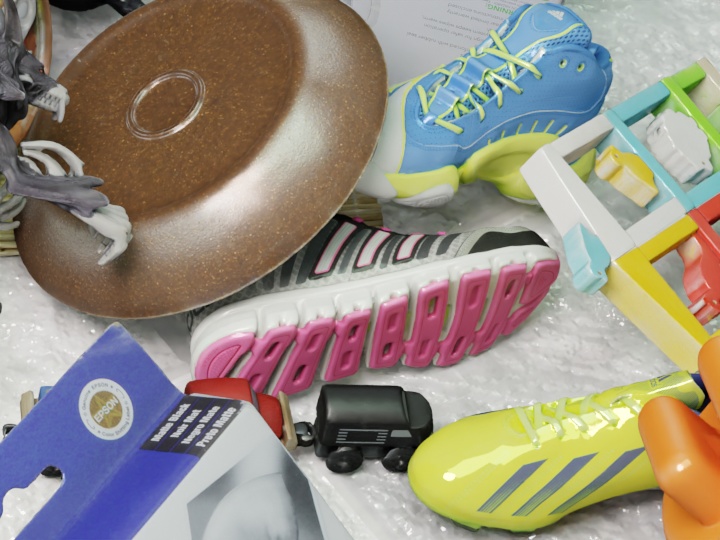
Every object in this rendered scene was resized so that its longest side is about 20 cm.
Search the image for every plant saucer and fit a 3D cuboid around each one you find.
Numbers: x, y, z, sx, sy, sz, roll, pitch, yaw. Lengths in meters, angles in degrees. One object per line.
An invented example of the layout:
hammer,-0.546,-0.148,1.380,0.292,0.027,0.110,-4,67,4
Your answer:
plant saucer,-0.085,-0.069,1.181,0.200,0.037,0.201,-16,49,19

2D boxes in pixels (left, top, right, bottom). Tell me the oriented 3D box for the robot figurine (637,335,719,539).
robot figurine,0.214,0.111,1.097,0.200,0.117,0.144,37,69,-20

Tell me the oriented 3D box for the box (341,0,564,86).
box,0.016,-0.187,1.301,0.200,0.177,0.097,15,43,1

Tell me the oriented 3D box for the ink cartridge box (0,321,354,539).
ink cartridge box,-0.081,0.148,1.006,0.200,0.041,0.200,52,49,-15

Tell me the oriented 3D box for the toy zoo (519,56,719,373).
toy zoo,0.160,-0.026,1.245,0.131,0.020,0.200,51,41,7

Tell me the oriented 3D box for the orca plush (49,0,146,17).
orca plush,-0.121,-0.160,1.263,0.071,0.200,0.105,47,71,-3

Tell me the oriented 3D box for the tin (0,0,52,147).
tin,-0.211,-0.072,1.181,0.042,0.112,0.200,15,53,21

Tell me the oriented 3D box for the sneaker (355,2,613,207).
sneaker,0.052,-0.090,1.234,0.076,0.105,0.200,37,23,34

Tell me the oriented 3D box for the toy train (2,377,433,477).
toy train,-0.063,0.071,1.144,0.200,0.046,0.034,0,49,-13

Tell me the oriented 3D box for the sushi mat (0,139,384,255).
sushi mat,-0.091,-0.049,1.264,0.200,0.012,0.096,-3,51,-15

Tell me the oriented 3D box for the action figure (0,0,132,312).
action figure,-0.169,-0.029,1.116,0.102,0.200,0.119,15,5,-38

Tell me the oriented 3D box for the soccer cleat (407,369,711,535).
soccer cleat,0.119,0.073,1.160,0.200,0.084,0.065,-4,50,-17

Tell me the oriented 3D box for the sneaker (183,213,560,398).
sneaker,0.000,0.000,1.203,0.200,0.074,0.088,-13,54,-22
